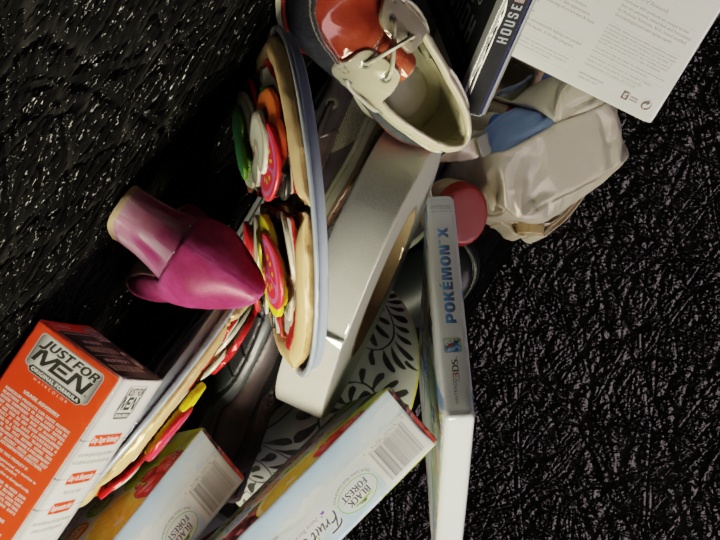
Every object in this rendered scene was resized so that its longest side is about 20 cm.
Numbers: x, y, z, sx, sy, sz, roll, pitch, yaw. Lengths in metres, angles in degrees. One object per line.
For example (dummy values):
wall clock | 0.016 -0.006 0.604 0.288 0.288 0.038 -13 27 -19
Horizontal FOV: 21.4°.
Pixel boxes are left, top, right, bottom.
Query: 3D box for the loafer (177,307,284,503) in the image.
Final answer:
loafer | -0.081 0.086 1.333 0.201 0.062 0.072 -62 -151 30

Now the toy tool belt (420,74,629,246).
toy tool belt | 0.097 -0.080 1.435 0.199 0.122 0.126 -30 115 -30

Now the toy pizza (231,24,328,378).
toy pizza | -0.049 -0.038 1.092 0.200 0.031 0.202 175 -90 -81

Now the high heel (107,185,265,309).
high heel | -0.087 0.002 1.128 0.068 0.096 0.200 -54 171 -10

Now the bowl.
bowl | -0.063 0.077 1.422 0.094 0.200 0.202 34 89 -44

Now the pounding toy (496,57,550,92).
pounding toy | 0.167 -0.235 1.533 0.201 0.142 0.184 -55 172 -9

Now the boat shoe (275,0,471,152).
boat shoe | 0.012 -0.130 1.139 0.071 0.062 0.200 -50 149 -4

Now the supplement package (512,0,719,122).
supplement package | 0.172 -0.243 1.324 0.201 0.151 0.151 -59 -157 19

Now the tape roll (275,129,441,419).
tape roll | 0.000 0.000 1.265 0.203 0.037 0.204 24 90 -85

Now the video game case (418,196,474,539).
video game case | 0.057 0.082 1.328 0.201 0.022 0.184 91 -4 -52

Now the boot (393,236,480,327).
boot | -0.003 0.044 1.624 0.197 0.074 0.162 -25 -174 25

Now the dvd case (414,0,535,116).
dvd case | 0.090 -0.223 1.222 0.151 0.025 0.201 -106 -147 -50

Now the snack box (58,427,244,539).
snack box | -0.183 0.196 1.260 0.142 0.053 0.200 -17 -153 51

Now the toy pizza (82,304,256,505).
toy pizza | -0.123 0.078 1.229 0.201 0.032 0.200 -50 -173 9

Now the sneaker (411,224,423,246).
sneaker | 0.027 -0.067 1.594 0.200 0.075 0.107 -47 170 -45

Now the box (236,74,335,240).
box | -0.008 -0.087 1.368 0.201 0.060 0.117 -59 172 15

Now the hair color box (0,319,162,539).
hair color box | -0.200 0.128 1.080 0.201 0.061 0.102 -55 172 0

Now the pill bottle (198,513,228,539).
pill bottle | -0.164 0.266 1.633 0.113 0.113 0.200 -58 171 11

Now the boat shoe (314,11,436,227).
boat shoe | -0.020 -0.092 1.269 0.201 0.064 0.072 -60 -179 10

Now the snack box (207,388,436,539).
snack box | -0.049 0.168 1.268 0.200 0.053 0.142 -44 -179 -14
